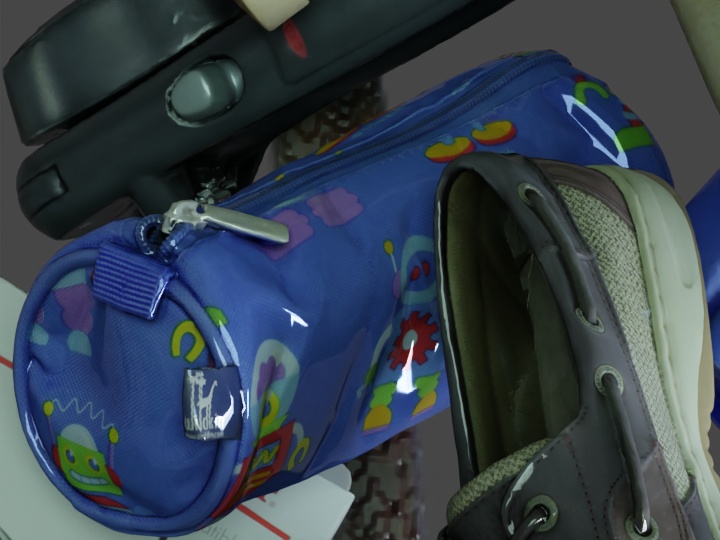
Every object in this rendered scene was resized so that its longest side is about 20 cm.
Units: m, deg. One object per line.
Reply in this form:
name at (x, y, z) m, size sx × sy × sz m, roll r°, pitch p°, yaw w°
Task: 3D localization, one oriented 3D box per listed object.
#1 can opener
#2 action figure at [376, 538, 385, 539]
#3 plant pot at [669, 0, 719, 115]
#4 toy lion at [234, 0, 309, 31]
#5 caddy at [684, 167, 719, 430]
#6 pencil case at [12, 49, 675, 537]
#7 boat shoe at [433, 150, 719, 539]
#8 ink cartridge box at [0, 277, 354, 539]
can opener at (-0.014, -0.065, 0.782) m, size 0.200 × 0.063 × 0.079 m, roll -24°, pitch 95°, yaw 23°
action figure at (-0.010, 0.159, 0.666) m, size 0.104 × 0.200 × 0.194 m, roll -15°, pitch 70°, yaw 37°
plant pot at (0.159, -0.148, 0.649) m, size 0.200 × 0.199 × 0.177 m, roll -48°, pitch 65°, yaw 35°
toy lion at (-0.075, -0.181, 0.725) m, size 0.069 × 0.192 × 0.200 m, roll -36°, pitch 56°, yaw 6°
caddy at (0.163, 0.034, 0.753) m, size 0.105 × 0.141 × 0.200 m, roll -43°, pitch 108°, yaw -2°
pencil case at (0.000, 0.000, 0.744) m, size 0.078 × 0.200 × 0.087 m, roll 30°, pitch 126°, yaw 31°
boat shoe at (0.050, 0.059, 0.668) m, size 0.065 × 0.072 × 0.201 m, roll 13°, pitch 56°, yaw -27°
ink cartridge box at (-0.084, 0.086, 0.747) m, size 0.116 × 0.067 × 0.200 m, roll 31°, pitch 57°, yaw 1°
